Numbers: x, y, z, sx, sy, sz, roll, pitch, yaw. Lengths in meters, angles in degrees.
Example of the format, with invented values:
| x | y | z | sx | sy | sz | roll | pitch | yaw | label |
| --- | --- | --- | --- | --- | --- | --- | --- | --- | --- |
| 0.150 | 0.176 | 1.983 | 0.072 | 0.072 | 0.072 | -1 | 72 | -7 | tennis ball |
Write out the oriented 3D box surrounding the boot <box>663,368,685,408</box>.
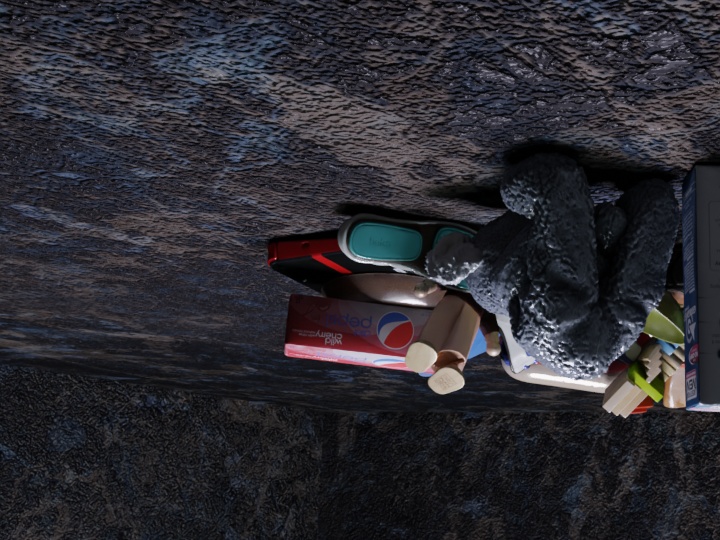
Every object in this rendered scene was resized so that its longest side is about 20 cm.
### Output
| x | y | z | sx | sy | sz | roll | pitch | yaw | label |
| --- | --- | --- | --- | --- | --- | --- | --- | --- | --- |
| 0.476 | 0.111 | 1.263 | 0.185 | 0.069 | 0.203 | -2 | 123 | 22 | boot |

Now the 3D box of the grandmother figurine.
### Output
| x | y | z | sx | sy | sz | roll | pitch | yaw | label |
| --- | --- | --- | --- | --- | --- | --- | --- | --- | --- |
| 0.114 | 0.046 | 1.093 | 0.060 | 0.201 | 0.122 | -27 | 113 | 39 | grandmother figurine |

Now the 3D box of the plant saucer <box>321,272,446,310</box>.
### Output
| x | y | z | sx | sy | sz | roll | pitch | yaw | label |
| --- | --- | --- | --- | --- | --- | --- | --- | --- | --- |
| 0.047 | 0.049 | 1.246 | 0.196 | 0.033 | 0.201 | 5 | 163 | 2 | plant saucer |

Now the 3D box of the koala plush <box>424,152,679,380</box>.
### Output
| x | y | z | sx | sy | sz | roll | pitch | yaw | label |
| --- | --- | --- | --- | --- | --- | --- | --- | --- | --- |
| 0.162 | -0.001 | 0.919 | 0.175 | 0.187 | 0.199 | 10 | 178 | -28 | koala plush |

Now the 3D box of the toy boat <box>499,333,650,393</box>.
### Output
| x | y | z | sx | sy | sz | roll | pitch | yaw | label |
| --- | --- | --- | --- | --- | --- | --- | --- | --- | --- |
| 0.280 | 0.081 | 1.283 | 0.196 | 0.133 | 0.131 | 7 | -174 | 4 | toy boat |

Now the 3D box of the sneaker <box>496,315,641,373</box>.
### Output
| x | y | z | sx | sy | sz | roll | pitch | yaw | label |
| --- | --- | --- | --- | --- | --- | --- | --- | --- | --- |
| 0.228 | 0.074 | 1.197 | 0.197 | 0.116 | 0.081 | 25 | -156 | -16 | sneaker |

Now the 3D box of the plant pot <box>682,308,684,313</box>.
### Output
| x | y | z | sx | sy | sz | roll | pitch | yaw | label |
| --- | --- | --- | --- | --- | --- | --- | --- | --- | --- |
| 0.480 | 0.054 | 0.956 | 0.194 | 0.197 | 0.201 | 14 | 125 | -40 | plant pot |

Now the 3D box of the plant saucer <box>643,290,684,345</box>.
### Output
| x | y | z | sx | sy | sz | roll | pitch | yaw | label |
| --- | --- | --- | --- | --- | --- | --- | --- | --- | --- |
| 0.273 | 0.015 | 1.077 | 0.198 | 0.031 | 0.200 | 33 | 176 | 2 | plant saucer |

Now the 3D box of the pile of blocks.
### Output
| x | y | z | sx | sy | sz | roll | pitch | yaw | label |
| --- | --- | --- | --- | --- | --- | --- | --- | --- | --- |
| 0.371 | 0.103 | 1.176 | 0.062 | 0.201 | 0.082 | 39 | 179 | 5 | pile of blocks |

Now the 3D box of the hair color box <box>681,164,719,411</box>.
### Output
| x | y | z | sx | sy | sz | roll | pitch | yaw | label |
| --- | --- | --- | --- | --- | --- | --- | --- | --- | --- |
| 0.327 | 0.017 | 0.836 | 0.098 | 0.204 | 0.061 | 2 | 168 | 7 | hair color box |

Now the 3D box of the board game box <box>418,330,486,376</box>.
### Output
| x | y | z | sx | sy | sz | roll | pitch | yaw | label |
| --- | --- | --- | --- | --- | --- | --- | --- | --- | --- |
| 0.158 | 0.076 | 1.341 | 0.197 | 0.039 | 0.159 | -22 | 160 | -19 | board game box |

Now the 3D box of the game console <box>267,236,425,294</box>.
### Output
| x | y | z | sx | sy | sz | roll | pitch | yaw | label |
| --- | --- | --- | --- | --- | --- | --- | --- | --- | --- |
| 0.000 | 0.000 | 1.210 | 0.175 | 0.032 | 0.199 | -7 | 158 | 35 | game console |

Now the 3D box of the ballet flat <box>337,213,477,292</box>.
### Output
| x | y | z | sx | sy | sz | roll | pitch | yaw | label |
| --- | --- | --- | --- | --- | --- | --- | --- | --- | --- |
| 0.064 | -0.025 | 1.066 | 0.197 | 0.071 | 0.069 | 12 | 165 | -21 | ballet flat |

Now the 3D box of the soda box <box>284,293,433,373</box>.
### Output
| x | y | z | sx | sy | sz | roll | pitch | yaw | label |
| --- | --- | --- | --- | --- | --- | --- | --- | --- | --- |
| 0.008 | 0.077 | 1.191 | 0.196 | 0.065 | 0.070 | 6 | 163 | -3 | soda box |

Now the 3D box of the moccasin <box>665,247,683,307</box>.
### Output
| x | y | z | sx | sy | sz | roll | pitch | yaw | label |
| --- | --- | --- | --- | --- | --- | --- | --- | --- | --- |
| 0.395 | 0.018 | 1.124 | 0.197 | 0.075 | 0.078 | 4 | 170 | -2 | moccasin |
